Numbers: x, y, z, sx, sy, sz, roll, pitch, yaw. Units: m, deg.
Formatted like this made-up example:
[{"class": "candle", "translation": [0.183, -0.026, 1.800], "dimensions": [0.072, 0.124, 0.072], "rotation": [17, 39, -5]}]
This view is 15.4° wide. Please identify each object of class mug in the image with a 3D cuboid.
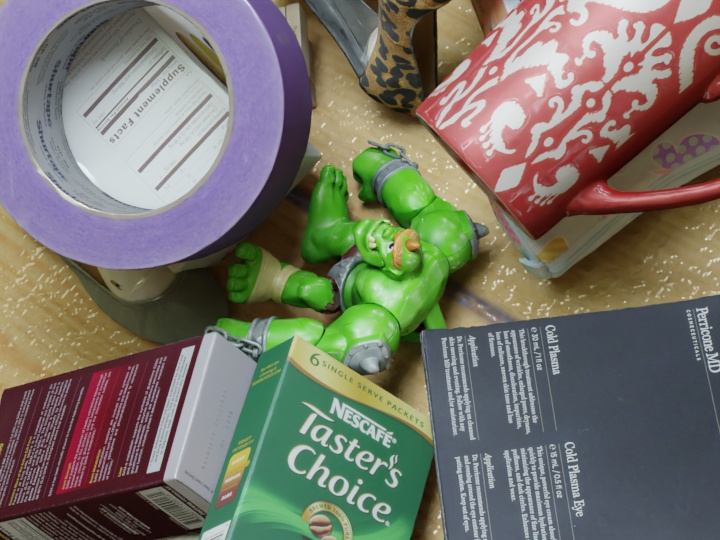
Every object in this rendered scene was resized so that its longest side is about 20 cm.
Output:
[{"class": "mug", "translation": [0.152, -0.112, 1.589], "dimensions": [0.200, 0.133, 0.178], "rotation": [-42, 52, 1]}]

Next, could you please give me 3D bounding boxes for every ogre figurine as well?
[{"class": "ogre figurine", "translation": [0.000, 0.000, 1.707], "dimensions": [0.120, 0.098, 0.200], "rotation": [18, 32, 29]}]

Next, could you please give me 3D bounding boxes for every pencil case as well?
[{"class": "pencil case", "translation": [0.174, -0.076, 1.688], "dimensions": [0.200, 0.083, 0.091], "rotation": [-32, 76, 2]}]

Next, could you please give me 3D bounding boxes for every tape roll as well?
[{"class": "tape roll", "translation": [-0.135, -0.101, 1.651], "dimensions": [0.199, 0.085, 0.201], "rotation": [1, 94, 12]}]

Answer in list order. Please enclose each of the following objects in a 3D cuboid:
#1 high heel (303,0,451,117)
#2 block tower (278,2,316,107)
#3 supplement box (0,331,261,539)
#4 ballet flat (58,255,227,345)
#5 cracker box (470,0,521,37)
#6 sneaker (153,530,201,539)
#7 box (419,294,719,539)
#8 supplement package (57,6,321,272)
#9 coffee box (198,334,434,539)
[{"class": "high heel", "translation": [0.058, -0.160, 1.712], "dimensions": [0.200, 0.143, 0.071], "rotation": [-5, 44, 49]}, {"class": "block tower", "translation": [-0.125, -0.126, 1.844], "dimensions": [0.199, 0.058, 0.054], "rotation": [-14, 60, 16]}, {"class": "supplement box", "translation": [-0.155, 0.116, 1.677], "dimensions": [0.200, 0.061, 0.109], "rotation": [-15, 48, 39]}, {"class": "ballet flat", "translation": [-0.172, -0.015, 1.798], "dimensions": [0.200, 0.064, 0.067], "rotation": [37, 81, 31]}, {"class": "cracker box", "translation": [0.167, -0.206, 1.728], "dimensions": [0.199, 0.058, 0.134], "rotation": [-9, 57, -15]}, {"class": "sneaker", "translation": [-0.093, 0.150, 1.689], "dimensions": [0.087, 0.075, 0.200], "rotation": [8, 60, 38]}, {"class": "box", "translation": [0.136, 0.128, 1.534], "dimensions": [0.182, 0.104, 0.200], "rotation": [-7, 46, 2]}, {"class": "supplement package", "translation": [-0.140, -0.107, 1.752], "dimensions": [0.200, 0.114, 0.110], "rotation": [45, 99, 6]}, {"class": "coffee box", "translation": [-0.029, 0.151, 1.601], "dimensions": [0.044, 0.123, 0.200], "rotation": [-32, 31, 49]}]
